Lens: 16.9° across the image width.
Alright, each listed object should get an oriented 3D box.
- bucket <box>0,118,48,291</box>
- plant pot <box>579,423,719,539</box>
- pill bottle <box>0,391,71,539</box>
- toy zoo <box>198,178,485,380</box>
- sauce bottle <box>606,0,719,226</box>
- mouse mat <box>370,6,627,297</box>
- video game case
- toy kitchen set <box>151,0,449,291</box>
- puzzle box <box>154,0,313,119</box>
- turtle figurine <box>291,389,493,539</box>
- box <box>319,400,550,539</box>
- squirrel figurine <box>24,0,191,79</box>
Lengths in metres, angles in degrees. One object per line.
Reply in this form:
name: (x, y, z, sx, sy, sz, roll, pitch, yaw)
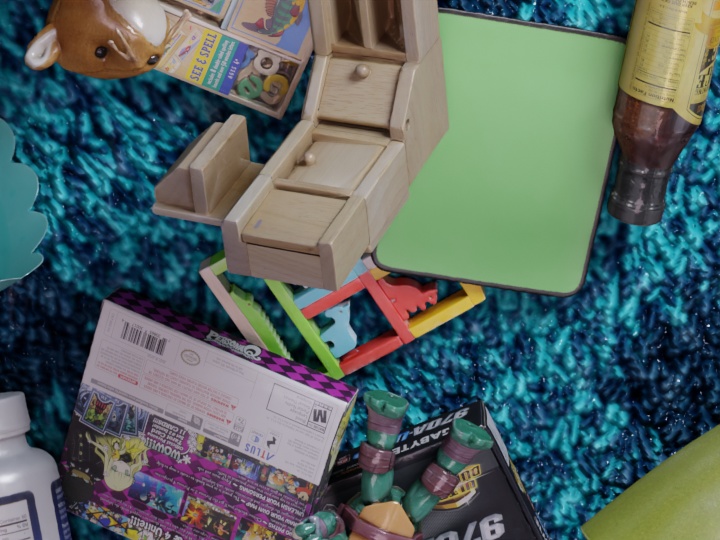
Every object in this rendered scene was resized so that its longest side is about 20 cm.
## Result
bucket: (-0.329, -0.045, 1.659, 0.135, 0.207, 0.207, -36, 110, 21)
plant pot: (0.297, 0.182, 1.778, 0.187, 0.187, 0.200, 42, 93, -17)
pill bottle: (-0.271, 0.196, 1.794, 0.111, 0.111, 0.201, -10, 93, 5)
toy zoo: (0.000, 0.000, 1.769, 0.200, 0.020, 0.131, -29, 111, 13)
sauce bottle: (0.211, -0.129, 1.685, 0.066, 0.066, 0.200, 8, 117, -3)
mouse mat: (0.101, -0.082, 1.724, 0.161, 0.008, 0.200, 9, 108, -8)
video game case: (-0.118, 0.131, 1.793, 0.200, 0.036, 0.182, 22, 114, 10)
toy kitchen set: (-0.058, -0.122, 1.601, 0.163, 0.200, 0.181, 9, 129, 21)
puzzle box: (-0.077, -0.216, 1.667, 0.133, 0.025, 0.200, 21, 114, -8)
turtle figurine: (0.015, 0.195, 1.767, 0.149, 0.101, 0.200, 17, 99, -21)
box: (0.035, 0.205, 1.850, 0.200, 0.046, 0.159, -22, 112, 11)
squirrel figurine: (-0.186, -0.228, 1.609, 0.200, 0.142, 0.187, 25, 124, 17)
